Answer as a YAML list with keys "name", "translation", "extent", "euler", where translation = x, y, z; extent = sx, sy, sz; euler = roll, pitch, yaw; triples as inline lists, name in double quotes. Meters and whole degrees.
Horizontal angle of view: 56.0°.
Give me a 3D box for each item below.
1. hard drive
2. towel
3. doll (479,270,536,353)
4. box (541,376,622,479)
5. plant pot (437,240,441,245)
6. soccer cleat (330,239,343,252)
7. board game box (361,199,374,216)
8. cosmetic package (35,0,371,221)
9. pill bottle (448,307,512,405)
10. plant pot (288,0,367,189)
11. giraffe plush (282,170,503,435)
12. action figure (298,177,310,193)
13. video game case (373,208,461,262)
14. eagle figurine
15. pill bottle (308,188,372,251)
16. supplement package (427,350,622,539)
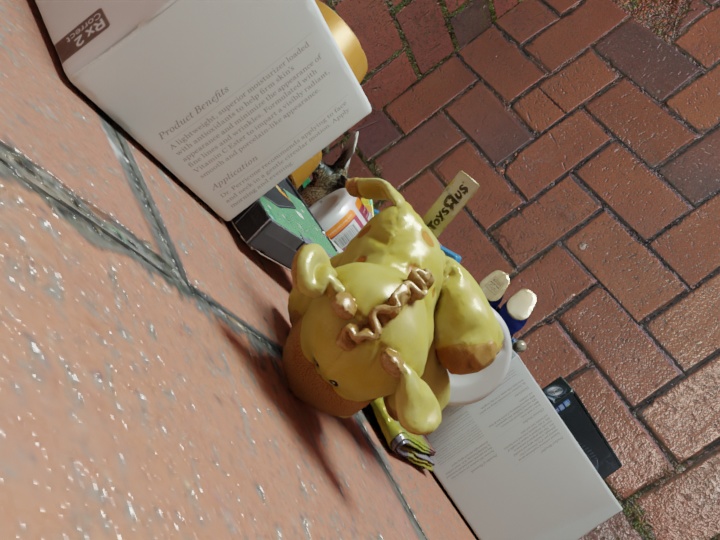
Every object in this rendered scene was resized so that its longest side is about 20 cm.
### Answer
- name: "hard drive"
  translation: [-0.101, -0.077, 0.685]
  extent: [0.201, 0.038, 0.139]
  euler: [54, 12, 33]
- name: "towel"
  translation: [0.009, 0.111, 0.699]
  extent: [0.201, 0.023, 0.144]
  euler: [56, 4, 29]
- name: "doll"
  translation: [0.165, 0.065, 0.903]
  extent: [0.136, 0.049, 0.201]
  euler: [36, -23, 11]
- name: "box"
  translation: [0.252, 0.273, 0.971]
  extent: [0.161, 0.199, 0.044]
  euler: [54, 3, -20]
- name: "plant pot"
  translation: [0.086, 0.023, 1.268]
  extent: [0.201, 0.178, 0.200]
  euler: [54, 2, -3]
- name: "soccer cleat"
  translation: [-0.031, 0.005, 0.816]
  extent: [0.200, 0.069, 0.078]
  euler: [49, 2, -37]
- name: "board game box"
  translation: [0.012, -0.010, 1.090]
  extent: [0.096, 0.030, 0.203]
  euler: [130, -48, -79]
- name: "cosmetic package"
  translation: [-0.123, -0.184, 0.540]
  extent: [0.166, 0.164, 0.200]
  euler: [56, 3, 32]
- name: "pill bottle"
  translation: [0.091, 0.064, 0.773]
  extent: [0.114, 0.113, 0.200]
  euler: [53, 2, -12]
- name: "plant pot"
  translation: [-0.095, -0.237, 0.866]
  extent: [0.200, 0.184, 0.200]
  euler: [41, -10, 9]
- name: "giraffe plush"
  translation: [0.012, 0.039, 0.461]
  extent: [0.171, 0.202, 0.162]
  euler: [24, 26, 9]
- name: "action figure"
  translation: [-0.080, -0.093, 1.178]
  extent: [0.201, 0.054, 0.118]
  euler: [61, -1, -26]
- name: "video game case"
  translation: [0.062, 0.002, 1.107]
  extent: [0.018, 0.145, 0.199]
  euler: [1, 24, -47]
- name: "eagle figurine"
  translation: [-0.049, -0.106, 1.056]
  extent: [0.150, 0.152, 0.201]
  euler: [-2, -51, 44]
- name: "pill bottle"
  translation: [0.000, 0.000, 0.904]
  extent: [0.201, 0.109, 0.110]
  euler: [54, 3, -19]
- name: "supplement package"
  translation: [0.172, 0.216, 0.804]
  extent: [0.201, 0.151, 0.151]
  euler: [55, 5, 2]
